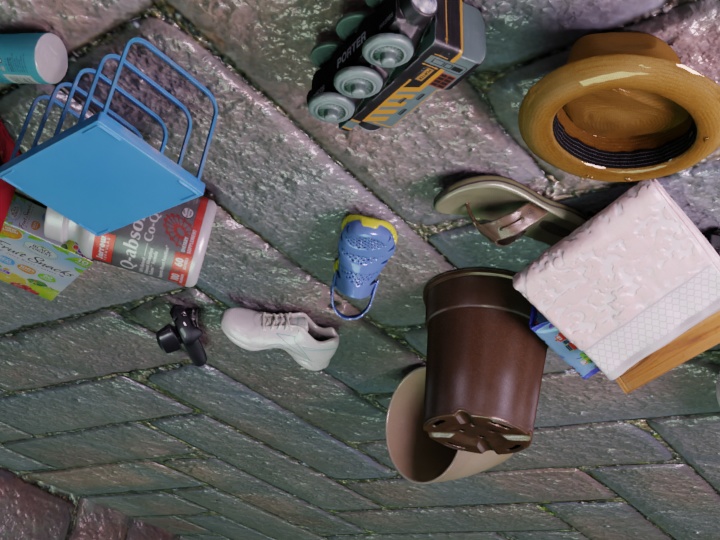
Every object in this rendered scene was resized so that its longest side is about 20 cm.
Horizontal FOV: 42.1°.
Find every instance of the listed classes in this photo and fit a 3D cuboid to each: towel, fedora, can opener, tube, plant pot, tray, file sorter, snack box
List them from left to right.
[{"bbox_3d":[-0.408,-0.226,1.003,0.196,0.051,0.078,5,148,22],"label":"tube"},{"bbox_3d":[-0.486,-0.030,1.384,0.140,0.054,0.199,25,149,-27],"label":"snack box"},{"bbox_3d":[-0.269,-0.143,1.019,0.197,0.125,0.138,-15,143,39],"label":"file sorter"},{"bbox_3d":[-0.292,0.111,1.574,0.077,0.065,0.201,-18,161,-3],"label":"can opener"},{"bbox_3d":[0.174,0.272,1.596,0.198,0.192,0.186,15,156,-40],"label":"plant pot"},{"bbox_3d":[0.171,0.135,1.291,0.196,0.202,0.201,8,153,4],"label":"plant pot"},{"bbox_3d":[0.239,-0.157,0.851,0.196,0.083,0.201,5,155,2],"label":"fedora"},{"bbox_3d":[0.307,0.017,1.075,0.199,0.032,0.191,-38,111,25],"label":"towel"},{"bbox_3d":[0.402,0.077,1.177,0.198,0.037,0.099,-31,137,14],"label":"tray"}]

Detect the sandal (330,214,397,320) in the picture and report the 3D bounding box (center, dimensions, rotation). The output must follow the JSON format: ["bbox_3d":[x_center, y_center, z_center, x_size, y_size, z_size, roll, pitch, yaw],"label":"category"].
[{"bbox_3d":[0.000,0.000,1.227,0.078,0.089,0.201,12,151,1],"label":"sandal"}]

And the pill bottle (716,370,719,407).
[{"bbox_3d":[0.572,0.187,1.333,0.111,0.115,0.200,-5,149,28],"label":"pill bottle"}]

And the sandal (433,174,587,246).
[{"bbox_3d":[0.180,-0.056,1.084,0.197,0.058,0.080,17,152,-11],"label":"sandal"}]

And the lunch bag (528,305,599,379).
[{"bbox_3d":[0.333,0.040,1.192,0.198,0.096,0.150,-24,136,31],"label":"lunch bag"}]

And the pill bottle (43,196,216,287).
[{"bbox_3d":[-0.290,-0.060,1.188,0.196,0.118,0.116,16,152,-10],"label":"pill bottle"}]

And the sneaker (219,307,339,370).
[{"bbox_3d":[-0.124,0.091,1.475,0.197,0.071,0.081,18,137,-19],"label":"sneaker"}]

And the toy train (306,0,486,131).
[{"bbox_3d":[0.027,-0.191,0.872,0.112,0.087,0.199,14,154,-27],"label":"toy train"}]

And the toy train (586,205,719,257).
[{"bbox_3d":[0.355,-0.039,1.081,0.196,0.035,0.046,12,163,-1],"label":"toy train"}]

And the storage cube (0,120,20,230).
[{"bbox_3d":[-0.534,-0.110,1.116,0.195,0.183,0.172,8,153,4],"label":"storage cube"}]
